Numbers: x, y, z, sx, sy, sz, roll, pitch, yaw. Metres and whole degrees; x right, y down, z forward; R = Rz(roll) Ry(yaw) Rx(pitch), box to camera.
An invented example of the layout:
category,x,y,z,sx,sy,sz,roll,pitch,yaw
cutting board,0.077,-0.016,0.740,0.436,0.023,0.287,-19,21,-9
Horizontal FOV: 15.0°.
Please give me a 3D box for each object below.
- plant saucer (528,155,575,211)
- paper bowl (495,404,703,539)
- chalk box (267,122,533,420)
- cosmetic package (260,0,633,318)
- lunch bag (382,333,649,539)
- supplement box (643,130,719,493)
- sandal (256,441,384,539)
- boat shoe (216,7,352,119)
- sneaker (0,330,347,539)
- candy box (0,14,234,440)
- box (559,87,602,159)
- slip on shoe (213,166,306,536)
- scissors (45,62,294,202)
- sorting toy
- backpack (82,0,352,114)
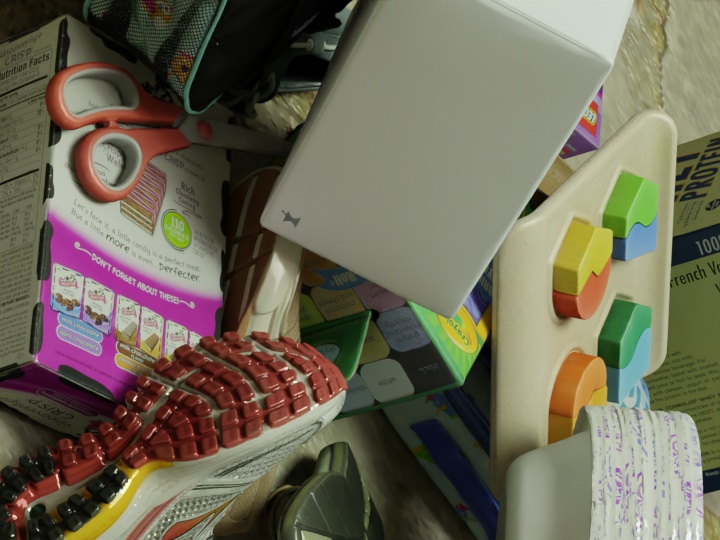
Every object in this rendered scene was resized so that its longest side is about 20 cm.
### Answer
category,x,y,z,sx,sy,sz,roll,pitch,yaw
plant saucer,0.078,-0.074,1.713,0.200,0.035,0.200,38,11,-9
paper bowl,0.127,0.175,1.523,0.201,0.104,0.202,4,90,-89
chalk box,0.000,0.000,1.566,0.124,0.124,0.200,59,36,-21
cosmetic package,0.059,-0.122,1.442,0.123,0.200,0.200,28,42,-4
lunch bag,0.097,0.083,1.708,0.200,0.082,0.161,54,42,-24
supplement box,0.262,0.022,1.856,0.200,0.199,0.134,57,37,-21
sandal,-0.025,0.147,1.504,0.201,0.057,0.080,-49,122,-83
boat shoe,-0.058,-0.122,1.581,0.200,0.073,0.062,-25,93,-60
sneaker,-0.096,0.101,1.372,0.078,0.199,0.082,54,-10,44
candy box,-0.136,-0.014,1.437,0.136,0.061,0.201,30,54,-44
box,0.097,-0.180,1.847,0.200,0.039,0.137,35,51,-42
slip on shoe,-0.060,0.045,1.481,0.060,0.076,0.201,23,73,-41
scissors,-0.093,-0.082,1.457,0.200,0.014,0.073,-15,86,-53
sorting toy,0.140,0.021,1.625,0.200,0.036,0.186,-36,134,-50
backpack,-0.054,-0.207,1.400,0.153,0.200,0.176,47,53,7
